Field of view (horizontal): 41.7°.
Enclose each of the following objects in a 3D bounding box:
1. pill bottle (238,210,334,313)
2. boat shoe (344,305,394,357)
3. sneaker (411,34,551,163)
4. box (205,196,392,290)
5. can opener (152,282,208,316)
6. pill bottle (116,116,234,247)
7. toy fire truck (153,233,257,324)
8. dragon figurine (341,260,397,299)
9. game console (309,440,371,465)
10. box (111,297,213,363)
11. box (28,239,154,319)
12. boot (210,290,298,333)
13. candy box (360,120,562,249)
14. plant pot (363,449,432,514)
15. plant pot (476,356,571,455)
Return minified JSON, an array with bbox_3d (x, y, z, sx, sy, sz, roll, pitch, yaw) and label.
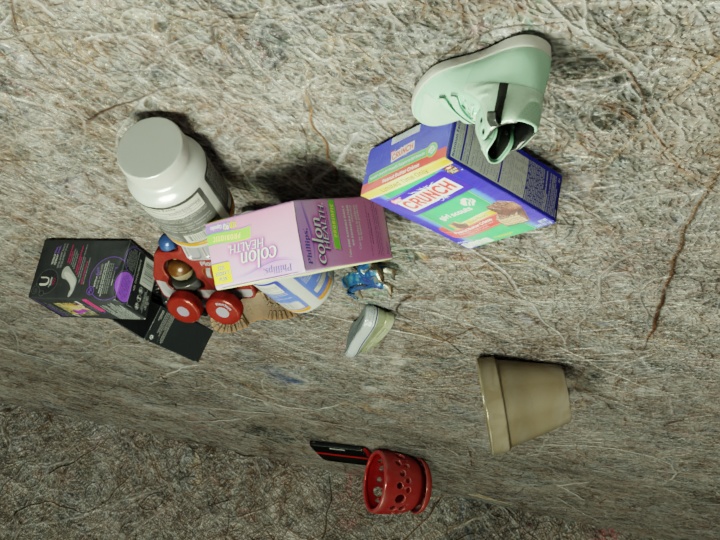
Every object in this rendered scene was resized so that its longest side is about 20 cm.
[{"bbox_3d":[-0.134,-0.017,1.533,0.111,0.113,0.200,-2,155,28],"label":"pill bottle"},{"bbox_3d":[0.014,0.130,1.883,0.062,0.073,0.200,16,155,-8],"label":"boat shoe"},{"bbox_3d":[0.119,-0.169,1.032,0.073,0.119,0.200,22,157,-31],"label":"sneaker"},{"bbox_3d":[-0.086,-0.042,1.356,0.175,0.098,0.199,-11,180,39],"label":"box"},{"bbox_3d":[-0.350,0.057,1.888,0.063,0.079,0.200,-6,163,18],"label":"can opener"},{"bbox_3d":[-0.258,-0.122,1.327,0.115,0.117,0.200,5,157,14],"label":"pill bottle"},{"bbox_3d":[-0.279,-0.003,1.672,0.198,0.113,0.169,1,132,22],"label":"toy fire truck"},{"bbox_3d":[0.000,0.000,1.584,0.099,0.059,0.200,2,158,19],"label":"dragon figurine"},{"bbox_3d":[-0.057,0.608,3.165,0.198,0.031,0.177,3,152,18],"label":"game console"},{"bbox_3d":[-0.414,0.104,1.920,0.199,0.079,0.141,20,169,47],"label":"box"},{"bbox_3d":[-0.496,0.017,1.768,0.198,0.123,0.106,2,158,22],"label":"box"},{"bbox_3d":[-0.184,0.046,1.777,0.198,0.107,0.076,-13,118,0],"label":"boot"},{"bbox_3d":[0.131,-0.111,1.225,0.199,0.078,0.169,25,154,-30],"label":"candy box"},{"bbox_3d":[0.123,0.684,3.050,0.181,0.202,0.200,8,160,-20],"label":"plant pot"},{"bbox_3d":[0.338,0.268,1.950,0.172,0.202,0.200,-9,156,6],"label":"plant pot"}]
